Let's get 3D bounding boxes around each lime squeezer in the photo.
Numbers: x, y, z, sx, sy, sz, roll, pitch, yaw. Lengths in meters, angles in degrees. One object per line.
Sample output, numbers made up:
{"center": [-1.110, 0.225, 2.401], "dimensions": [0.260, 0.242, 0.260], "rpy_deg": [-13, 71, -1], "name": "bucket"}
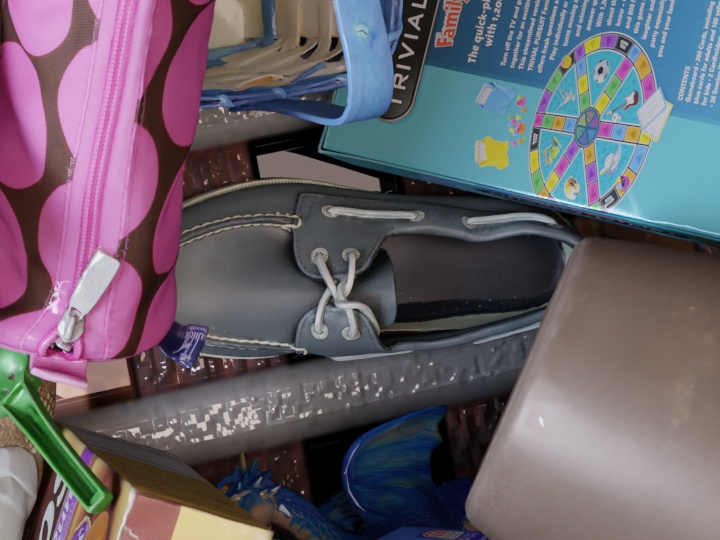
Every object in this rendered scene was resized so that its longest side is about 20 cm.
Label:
{"center": [-0.154, 0.020, 0.945], "dimensions": [0.200, 0.071, 0.038], "rpy_deg": [43, 108, 13], "name": "lime squeezer"}

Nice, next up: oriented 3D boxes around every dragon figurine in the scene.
{"center": [0.020, 0.095, 1.072], "dimensions": [0.200, 0.059, 0.099], "rpy_deg": [-27, 64, -36], "name": "dragon figurine"}

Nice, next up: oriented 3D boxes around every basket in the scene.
{"center": [-0.049, -0.142, 0.973], "dimensions": [0.139, 0.200, 0.177], "rpy_deg": [-11, 98, -19], "name": "basket"}

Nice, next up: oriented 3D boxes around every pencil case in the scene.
{"center": [-0.085, -0.065, 0.888], "dimensions": [0.091, 0.094, 0.200], "rpy_deg": [10, 119, 2], "name": "pencil case"}

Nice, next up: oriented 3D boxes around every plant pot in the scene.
{"center": [0.137, 0.072, 0.968], "dimensions": [0.174, 0.200, 0.201], "rpy_deg": [23, 87, 4], "name": "plant pot"}

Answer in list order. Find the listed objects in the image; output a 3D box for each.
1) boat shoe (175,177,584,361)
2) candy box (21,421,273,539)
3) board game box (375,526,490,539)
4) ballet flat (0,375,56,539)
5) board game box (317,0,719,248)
{"center": [0.000, 0.000, 1.071], "dimensions": [0.200, 0.062, 0.073], "rpy_deg": [-2, 94, -16], "name": "boat shoe"}
{"center": [-0.093, 0.127, 0.979], "dimensions": [0.056, 0.200, 0.117], "rpy_deg": [18, 89, -13], "name": "candy box"}
{"center": [-0.004, 0.181, 0.916], "dimensions": [0.045, 0.200, 0.152], "rpy_deg": [2, 96, 22], "name": "board game box"}
{"center": [-0.168, 0.116, 1.023], "dimensions": [0.200, 0.065, 0.071], "rpy_deg": [-53, 147, -2], "name": "ballet flat"}
{"center": [0.098, -0.096, 1.043], "dimensions": [0.200, 0.047, 0.151], "rpy_deg": [14, 90, 23], "name": "board game box"}
